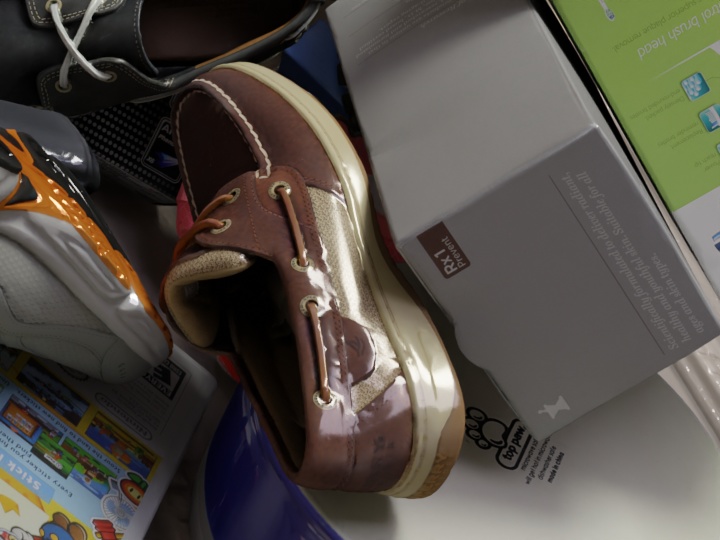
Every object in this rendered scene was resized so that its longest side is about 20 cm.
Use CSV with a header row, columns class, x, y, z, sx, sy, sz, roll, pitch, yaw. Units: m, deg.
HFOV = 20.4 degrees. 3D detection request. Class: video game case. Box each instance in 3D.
class,x,y,z,sx,sy,sz,roll,pitch,yaw
video game case,-0.152,0.027,0.712,0.200,0.023,0.182,40,26,-9

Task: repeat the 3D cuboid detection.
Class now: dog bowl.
class,x,y,z,sx,sy,sz,roll,pitch,yaw
dog bowl,0.040,0.091,0.760,0.199,0.079,0.201,17,36,-13

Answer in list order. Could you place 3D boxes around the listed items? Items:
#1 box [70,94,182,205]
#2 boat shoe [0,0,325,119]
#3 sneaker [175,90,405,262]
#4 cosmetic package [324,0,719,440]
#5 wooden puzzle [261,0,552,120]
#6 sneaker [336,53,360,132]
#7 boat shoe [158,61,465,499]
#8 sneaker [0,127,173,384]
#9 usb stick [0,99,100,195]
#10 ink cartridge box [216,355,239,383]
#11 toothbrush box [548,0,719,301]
class,x,y,z,sx,sy,sz,roll,pitch,yaw
box,-0.120,-0.158,0.869,0.200,0.194,0.047,31,-11,-25
boat shoe,-0.111,-0.099,0.813,0.199,0.072,0.068,-14,10,-20
sneaker,0.000,0.000,0.888,0.200,0.087,0.074,35,-12,-22
cosmetic package,0.056,-0.043,0.761,0.107,0.090,0.200,53,9,-32
wooden puzzle,-0.015,-0.134,0.965,0.185,0.200,0.046,44,-19,11
sneaker,0.041,-0.136,0.909,0.089,0.079,0.201,9,73,-13
boat shoe,-0.035,-0.001,0.706,0.072,0.072,0.200,-3,48,-31
sneaker,-0.140,-0.004,0.677,0.076,0.092,0.200,55,3,36
usb stick,-0.187,-0.057,0.718,0.199,0.033,0.056,12,30,-35
ink cartridge box,0.038,0.052,0.915,0.200,0.050,0.162,41,25,-12
toothbrush box,0.130,-0.092,0.786,0.201,0.086,0.146,63,9,4
